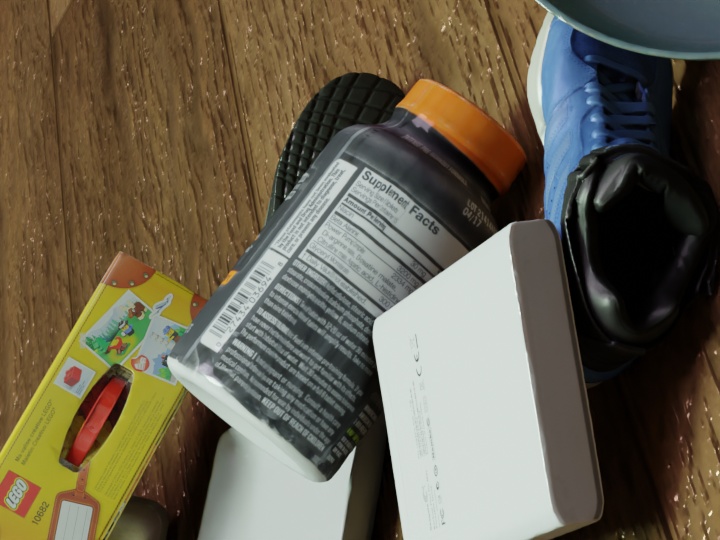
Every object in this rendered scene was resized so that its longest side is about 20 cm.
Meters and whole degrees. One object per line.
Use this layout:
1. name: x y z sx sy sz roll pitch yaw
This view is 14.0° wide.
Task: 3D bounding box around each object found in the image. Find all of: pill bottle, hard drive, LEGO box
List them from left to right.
1. LEGO box: -0.167 0.113 1.707 0.201 0.077 0.149 -62 2 -30
2. pill bottle: 0.000 0.000 1.491 0.200 0.106 0.106 -52 19 -8
3. hard drive: 0.054 0.064 1.338 0.200 0.026 0.133 143 120 -68

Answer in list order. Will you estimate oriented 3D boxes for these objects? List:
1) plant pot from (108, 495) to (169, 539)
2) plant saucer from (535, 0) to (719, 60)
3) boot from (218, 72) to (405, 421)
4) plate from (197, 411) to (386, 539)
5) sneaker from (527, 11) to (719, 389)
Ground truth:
1. plant pot: -0.248 0.243 1.807 0.177 0.199 0.201 123 159 -58
2. plant saucer: 0.152 -0.168 1.258 0.036 0.199 0.201 70 -152 -61
3. boot: -0.040 -0.013 1.700 0.131 0.067 0.201 143 149 -71
4. plate: -0.040 0.154 1.577 0.200 0.032 0.200 -36 37 55
5. sneaker: 0.120 -0.051 1.311 0.111 0.076 0.201 150 133 -67
